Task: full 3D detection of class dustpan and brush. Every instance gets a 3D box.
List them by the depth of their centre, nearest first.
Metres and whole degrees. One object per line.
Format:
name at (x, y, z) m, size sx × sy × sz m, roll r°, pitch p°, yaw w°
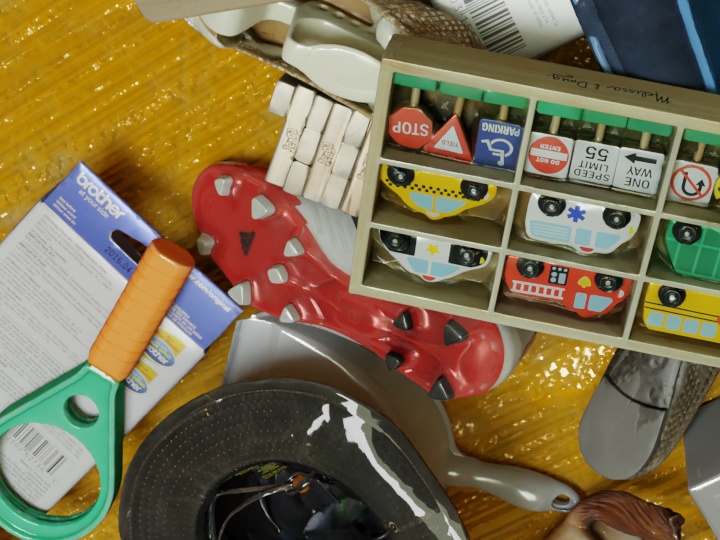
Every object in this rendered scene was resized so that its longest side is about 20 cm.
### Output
dustpan and brush at (0.021, 0.104, 0.877) m, size 0.199 × 0.057 × 0.140 m, roll 19°, pitch 115°, yaw 9°

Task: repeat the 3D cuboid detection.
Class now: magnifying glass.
magnifying glass at (-0.142, 0.066, 0.853) m, size 0.079 × 0.022 × 0.200 m, roll 32°, pitch 114°, yaw -3°

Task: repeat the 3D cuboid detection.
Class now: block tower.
block tower at (0.048, -0.043, 0.814) m, size 0.199 × 0.054 × 0.058 m, roll 22°, pitch 110°, yaw 2°

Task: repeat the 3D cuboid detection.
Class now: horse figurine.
horse figurine at (0.129, 0.191, 0.874) m, size 0.132 × 0.050 × 0.201 m, roll 27°, pitch 122°, yaw 29°

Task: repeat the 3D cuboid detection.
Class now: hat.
hat at (-0.022, 0.142, 0.829) m, size 0.199 × 0.081 × 0.202 m, roll 4°, pitch 103°, yaw 16°

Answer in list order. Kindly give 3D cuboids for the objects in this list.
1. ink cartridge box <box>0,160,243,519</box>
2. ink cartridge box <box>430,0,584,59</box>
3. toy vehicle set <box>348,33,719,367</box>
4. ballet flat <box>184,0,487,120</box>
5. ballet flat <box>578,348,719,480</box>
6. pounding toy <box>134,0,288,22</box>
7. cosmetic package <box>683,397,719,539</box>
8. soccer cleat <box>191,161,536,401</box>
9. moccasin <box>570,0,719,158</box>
ink cartridge box at (-0.163, 0.039, 0.879) m, size 0.119 × 0.042 × 0.200 m, roll 43°, pitch 116°, yaw -7°
ink cartridge box at (0.087, -0.214, 0.752) m, size 0.175 × 0.045 × 0.201 m, roll -24°, pitch 104°, yaw 17°
toy vehicle set at (0.100, -0.028, 0.728) m, size 0.199 × 0.027 × 0.125 m, roll 11°, pitch 124°, yaw 6°
ballet flat at (-0.033, -0.123, 0.770) m, size 0.199 × 0.065 × 0.071 m, roll 24°, pitch 121°, yaw 16°
ballet flat at (0.175, 0.021, 0.826) m, size 0.067 × 0.046 × 0.201 m, roll 35°, pitch 108°, yaw 29°
pounding toy at (-0.063, -0.227, 0.688) m, size 0.199 × 0.143 × 0.184 m, roll -5°, pitch 136°, yaw 25°
cosmetic package at (0.258, 0.151, 0.834) m, size 0.106 × 0.090 × 0.201 m, roll -28°, pitch 106°, yaw 17°
soccer cleat at (0.000, 0.000, 0.833) m, size 0.199 × 0.085 × 0.069 m, roll 29°, pitch 118°, yaw 24°
moccasin at (0.136, -0.092, 0.745) m, size 0.068 × 0.081 × 0.201 m, roll -5°, pitch 121°, yaw 29°
